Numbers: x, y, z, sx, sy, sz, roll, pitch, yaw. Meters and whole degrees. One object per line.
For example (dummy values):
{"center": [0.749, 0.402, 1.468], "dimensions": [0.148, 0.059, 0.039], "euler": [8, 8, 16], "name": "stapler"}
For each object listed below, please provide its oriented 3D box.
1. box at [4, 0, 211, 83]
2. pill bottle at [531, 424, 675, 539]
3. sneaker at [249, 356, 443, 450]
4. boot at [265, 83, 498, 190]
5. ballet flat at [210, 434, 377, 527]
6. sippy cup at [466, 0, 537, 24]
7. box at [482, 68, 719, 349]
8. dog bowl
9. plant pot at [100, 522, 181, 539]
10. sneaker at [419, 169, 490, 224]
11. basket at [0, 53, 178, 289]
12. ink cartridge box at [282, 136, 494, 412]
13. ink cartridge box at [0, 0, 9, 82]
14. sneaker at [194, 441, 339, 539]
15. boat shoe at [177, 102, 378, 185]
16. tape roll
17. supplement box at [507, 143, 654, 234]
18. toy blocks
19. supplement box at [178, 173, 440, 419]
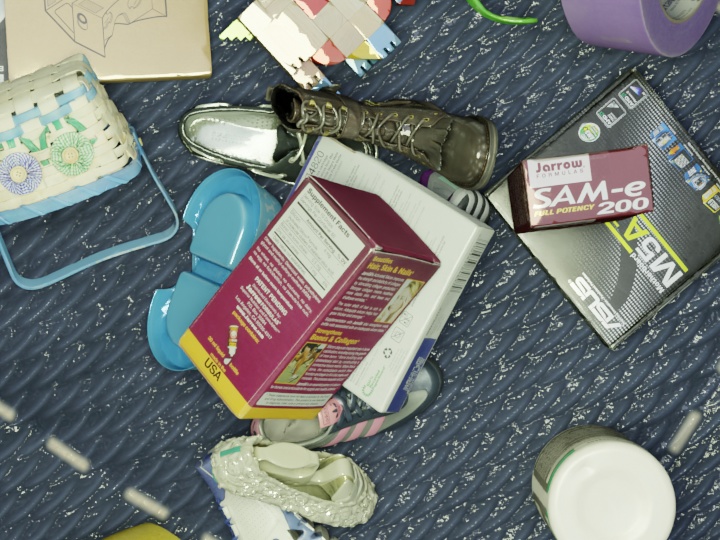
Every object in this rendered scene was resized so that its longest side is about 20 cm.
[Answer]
{"center": [-0.249, -0.266, 1.386], "dimensions": [0.198, 0.021, 0.165], "euler": [-4, 91, -11], "name": "box"}
{"center": [0.218, 0.203, 1.307], "dimensions": [0.112, 0.200, 0.114], "euler": [0, 90, 1], "name": "pill bottle"}
{"center": [-0.013, 0.135, 1.369], "dimensions": [0.198, 0.082, 0.071], "euler": [-21, 87, 0], "name": "sneaker"}
{"center": [0.015, -0.128, 1.300], "dimensions": [0.173, 0.200, 0.070], "euler": [6, 103, -30], "name": "boot"}
{"center": [-0.048, 0.195, 1.327], "dimensions": [0.199, 0.072, 0.072], "euler": [18, 90, -37], "name": "ballet flat"}
{"center": [0.164, -0.336, 1.352], "dimensions": [0.129, 0.140, 0.179], "euler": [9, 131, -9], "name": "sippy cup"}
{"center": [0.253, -0.060, 1.384], "dimensions": [0.193, 0.048, 0.200], "euler": [-39, 89, -1], "name": "box"}
{"center": [-0.135, 0.004, 1.365], "dimensions": [0.111, 0.049, 0.202], "euler": [20, 91, 44], "name": "dog bowl"}
{"center": [-0.210, 0.326, 1.335], "dimensions": [0.200, 0.200, 0.142], "euler": [41, 64, 1], "name": "plant pot"}
{"center": [0.045, -0.010, 1.390], "dimensions": [0.201, 0.074, 0.088], "euler": [-54, 50, 13], "name": "sneaker"}
{"center": [-0.288, -0.089, 1.357], "dimensions": [0.175, 0.139, 0.201], "euler": [-22, 125, 0], "name": "basket"}
{"center": [0.000, 0.000, 1.339], "dimensions": [0.199, 0.040, 0.201], "euler": [34, 102, 28], "name": "ink cartridge box"}
{"center": [-0.433, -0.204, 1.398], "dimensions": [0.196, 0.043, 0.202], "euler": [-2, 90, 0], "name": "ink cartridge box"}
{"center": [-0.100, 0.270, 1.372], "dimensions": [0.199, 0.081, 0.115], "euler": [44, 88, -1], "name": "sneaker"}
{"center": [-0.081, -0.122, 1.382], "dimensions": [0.198, 0.060, 0.076], "euler": [3, 90, 1], "name": "boat shoe"}
{"center": [0.266, -0.302, 1.303], "dimensions": [0.084, 0.199, 0.202], "euler": [14, 90, 34], "name": "tape roll"}
{"center": [0.193, -0.070, 1.265], "dimensions": [0.108, 0.200, 0.062], "euler": [-7, 89, 3], "name": "supplement box"}
{"center": [-0.020, -0.248, 1.376], "dimensions": [0.200, 0.100, 0.137], "euler": [-44, 101, 1], "name": "toy blocks"}
{"center": [-0.045, 0.029, 1.263], "dimensions": [0.200, 0.131, 0.103], "euler": [-50, 63, 15], "name": "supplement box"}
